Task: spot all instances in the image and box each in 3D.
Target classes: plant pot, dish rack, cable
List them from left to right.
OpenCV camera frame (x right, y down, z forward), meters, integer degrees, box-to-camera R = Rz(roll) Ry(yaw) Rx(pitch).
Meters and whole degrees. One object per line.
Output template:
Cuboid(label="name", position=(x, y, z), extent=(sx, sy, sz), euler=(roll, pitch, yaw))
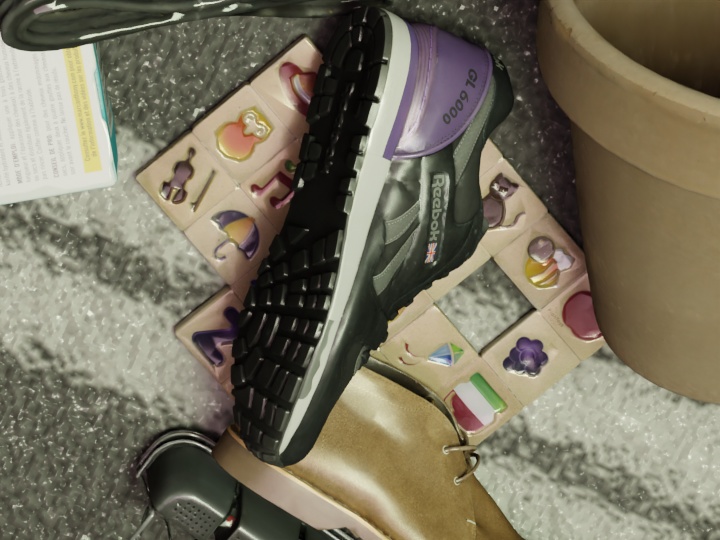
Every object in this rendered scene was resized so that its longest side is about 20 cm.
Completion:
Cuboid(label="dish rack", position=(-0.085, 0.191, 1.293), extent=(0.153, 0.055, 0.200), euler=(36, 104, -14))
Cuboid(label="cable", position=(-0.057, -0.129, 1.170), extent=(0.199, 0.097, 0.051), euler=(-13, 73, -7))
Cuboid(label="plant pot", position=(0.162, -0.044, 1.177), extent=(0.199, 0.201, 0.175), euler=(3, 127, -5))

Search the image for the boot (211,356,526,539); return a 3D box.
Cuboid(label="boot", position=(0.037, 0.101, 1.259), extent=(0.199, 0.074, 0.076), euler=(31, 94, -11))

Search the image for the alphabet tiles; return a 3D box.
Cuboid(label="alphabet tiles", position=(0.000, 0.000, 1.259), extent=(0.167, 0.008, 0.200), euler=(-38, 107, 9))

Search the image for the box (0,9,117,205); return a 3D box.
Cuboid(label="box", position=(-0.208, -0.064, 1.198), extent=(0.199, 0.049, 0.083), euler=(-9, 108, -1))

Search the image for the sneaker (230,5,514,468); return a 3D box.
Cuboid(label="sneaker", position=(0.012, -0.005, 1.204), extent=(0.087, 0.076, 0.201), euler=(16, 97, -28))
